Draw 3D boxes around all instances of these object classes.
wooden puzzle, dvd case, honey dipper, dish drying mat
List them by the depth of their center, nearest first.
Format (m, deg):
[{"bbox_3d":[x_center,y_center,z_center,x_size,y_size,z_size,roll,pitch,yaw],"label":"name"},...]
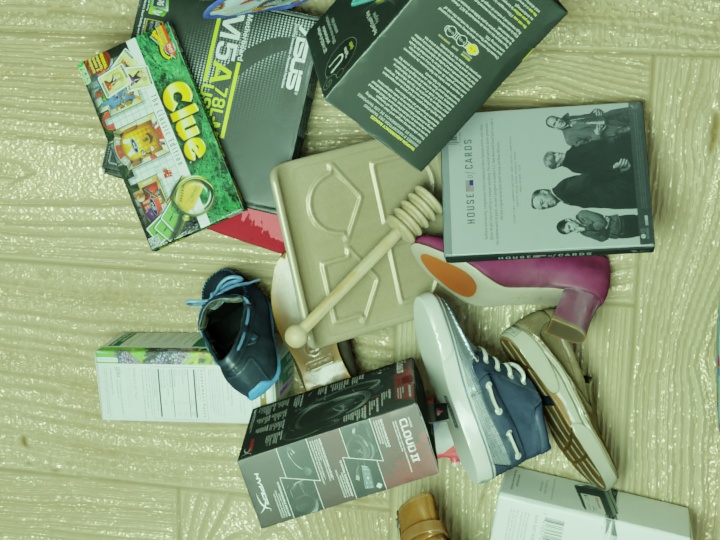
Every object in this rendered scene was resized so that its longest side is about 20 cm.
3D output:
[{"bbox_3d":[0.177,-0.086,1.235,0.197,0.025,0.152,-3,71,8],"label":"dvd case"},{"bbox_3d":[0.000,0.000,1.245,0.038,0.038,0.200,44,84,-2],"label":"honey dipper"},{"bbox_3d":[0.014,-0.037,1.286,0.198,0.046,0.188,-16,102,-19],"label":"wooden puzzle"},{"bbox_3d":[-0.091,-0.059,1.351,0.198,0.018,0.078,18,105,7],"label":"dish drying mat"}]

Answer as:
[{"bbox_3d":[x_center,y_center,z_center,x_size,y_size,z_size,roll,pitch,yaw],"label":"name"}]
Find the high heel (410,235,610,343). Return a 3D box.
[{"bbox_3d":[0.151,-0.008,1.281,0.198,0.097,0.068,27,151,-2],"label":"high heel"}]

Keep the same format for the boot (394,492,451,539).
[{"bbox_3d":[0.069,0.332,1.378,0.073,0.200,0.156,-10,67,-24],"label":"boot"}]

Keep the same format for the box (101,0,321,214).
[{"bbox_3d":[-0.145,-0.173,1.292,0.191,0.047,0.203,14,91,10],"label":"box"}]

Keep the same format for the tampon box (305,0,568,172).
[{"bbox_3d":[0.064,-0.226,1.189,0.126,0.150,0.200,34,111,-27],"label":"tampon box"}]

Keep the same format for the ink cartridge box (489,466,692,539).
[{"bbox_3d":[0.232,0.304,1.334,0.198,0.084,0.146,12,106,10],"label":"ink cartridge box"}]

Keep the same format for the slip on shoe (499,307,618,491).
[{"bbox_3d":[0.216,0.131,1.310,0.060,0.076,0.201,-35,97,-15],"label":"slip on shoe"}]

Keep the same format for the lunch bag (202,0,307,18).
[{"bbox_3d":[-0.117,-0.302,1.194,0.198,0.170,0.125,16,110,26],"label":"lunch bag"}]

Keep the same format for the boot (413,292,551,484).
[{"bbox_3d":[0.122,0.105,1.285,0.089,0.073,0.202,-21,102,-13],"label":"boot"}]

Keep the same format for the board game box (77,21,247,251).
[{"bbox_3d":[-0.196,-0.132,1.266,0.104,0.023,0.202,-23,87,5],"label":"board game box"}]

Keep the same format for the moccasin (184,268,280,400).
[{"bbox_3d":[-0.127,0.047,1.293,0.080,0.200,0.068,-44,123,5],"label":"moccasin"}]

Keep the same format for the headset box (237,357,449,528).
[{"bbox_3d":[-0.010,0.162,1.253,0.198,0.149,0.078,-17,103,4],"label":"headset box"}]

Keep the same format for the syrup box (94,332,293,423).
[{"bbox_3d":[-0.176,0.114,1.379,0.197,0.079,0.083,-1,103,12],"label":"syrup box"}]

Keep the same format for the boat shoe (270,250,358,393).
[{"bbox_3d":[-0.046,0.069,1.344,0.070,0.070,0.202,-12,103,4],"label":"boat shoe"}]

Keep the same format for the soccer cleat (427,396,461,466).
[{"bbox_3d":[0.050,0.170,1.359,0.197,0.067,0.078,-3,81,15],"label":"soccer cleat"}]

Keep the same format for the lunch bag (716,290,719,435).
[{"bbox_3d":[0.427,0.092,1.244,0.158,0.077,0.203,0,103,12],"label":"lunch bag"}]
